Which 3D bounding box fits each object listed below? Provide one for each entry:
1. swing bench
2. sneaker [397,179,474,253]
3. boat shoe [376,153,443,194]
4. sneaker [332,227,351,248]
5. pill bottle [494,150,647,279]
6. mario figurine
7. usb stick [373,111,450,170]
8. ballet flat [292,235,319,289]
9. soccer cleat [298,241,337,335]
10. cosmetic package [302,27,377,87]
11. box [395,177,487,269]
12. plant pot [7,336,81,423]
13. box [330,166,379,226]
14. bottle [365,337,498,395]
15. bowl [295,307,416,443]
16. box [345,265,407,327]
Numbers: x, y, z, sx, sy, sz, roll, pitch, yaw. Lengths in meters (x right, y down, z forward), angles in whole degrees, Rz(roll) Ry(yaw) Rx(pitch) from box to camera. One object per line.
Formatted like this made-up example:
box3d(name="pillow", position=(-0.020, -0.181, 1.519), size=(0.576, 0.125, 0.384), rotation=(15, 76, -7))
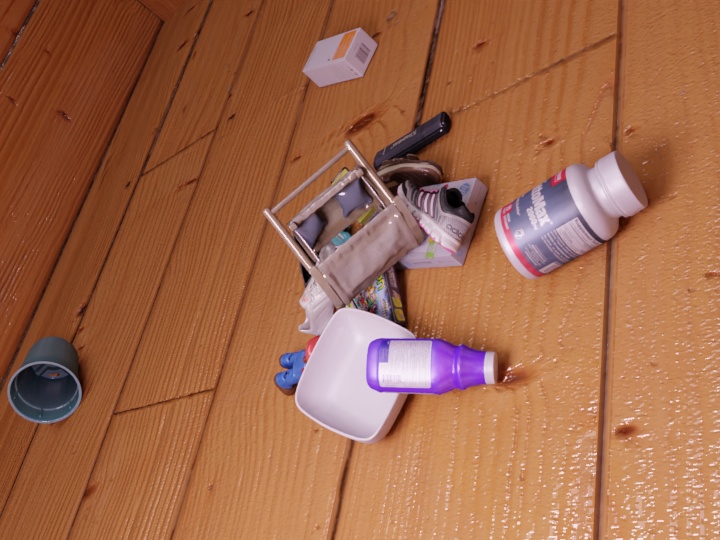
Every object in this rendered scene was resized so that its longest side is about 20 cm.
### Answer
box3d(name="swing bench", position=(-0.026, -0.074, 1.390), size=(0.198, 0.130, 0.201), rotation=(-40, 72, -3))
box3d(name="sneaker", position=(0.135, -0.112, 1.383), size=(0.088, 0.073, 0.201), rotation=(-48, 38, 10))
box3d(name="boat shoe", position=(0.094, -0.201, 1.583), size=(0.201, 0.075, 0.076), rotation=(0, 55, 52))
box3d(name="sneaker", position=(-0.061, -0.089, 1.703), size=(0.078, 0.078, 0.201), rotation=(-24, 35, -1))
box3d(name="pill bottle", position=(0.306, -0.084, 1.167), size=(0.199, 0.119, 0.121), rotation=(-32, 39, 30))
box3d(name="mario figurine", position=(-0.079, 0.185, 1.491), size=(0.199, 0.105, 0.126), rotation=(-25, 79, 53))
box3d(name="usb stick", position=(0.105, -0.265, 1.658), size=(0.198, 0.032, 0.056), rotation=(-27, 43, 37))
box3d(name="ballet flat", position=(-0.111, -0.012, 1.693), size=(0.066, 0.056, 0.201), rotation=(-45, 35, 16))
box3d(name="soccer cleat", position=(-0.077, 0.039, 1.506), size=(0.070, 0.076, 0.203), rotation=(-115, 26, -55))
box3d(name="cosmetic package", position=(-0.055, -0.550, 2.073), size=(0.198, 0.071, 0.103), rotation=(3, 64, 53))
box3d(name="box", position=(0.128, -0.081, 1.464), size=(0.198, 0.041, 0.158), rotation=(-2, 61, 50))
box3d(name="plant pot", position=(-0.909, 0.304, 2.336), size=(0.201, 0.199, 0.197), rotation=(-48, 26, 10))
box3d(name="box", position=(0.004, -0.140, 1.643), size=(0.050, 0.075, 0.201), rotation=(-47, 33, 11))
box3d(name="bottle", position=(0.108, 0.145, 1.210), size=(0.196, 0.065, 0.085), rotation=(-2, 76, 19))
box3d(name="bowl", position=(0.004, 0.179, 1.336), size=(0.198, 0.075, 0.202), rotation=(19, 76, 38))
box3d(name="box", position=(0.018, 0.029, 1.466), size=(0.109, 0.034, 0.203), rotation=(-32, 55, 34))
